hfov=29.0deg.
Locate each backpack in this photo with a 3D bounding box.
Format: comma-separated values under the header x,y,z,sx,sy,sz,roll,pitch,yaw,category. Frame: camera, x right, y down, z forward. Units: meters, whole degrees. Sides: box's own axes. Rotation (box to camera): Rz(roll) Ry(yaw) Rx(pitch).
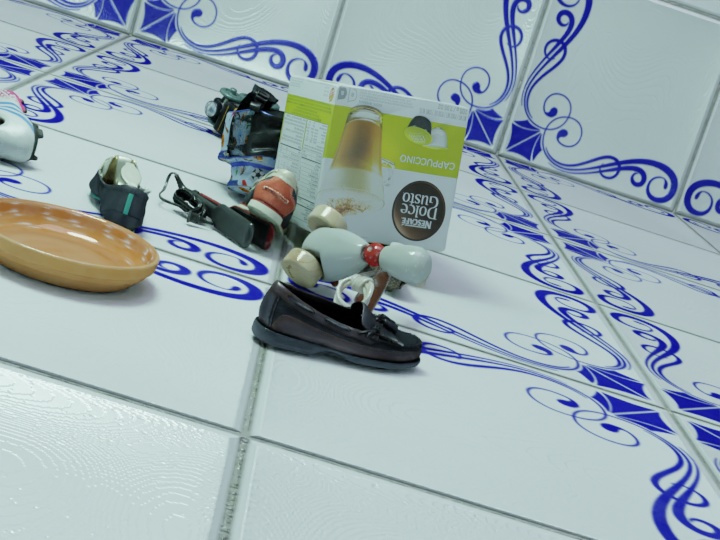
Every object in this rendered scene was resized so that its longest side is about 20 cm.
x,y,z,sx,sy,sz,roll,pitch,yaw,category
-0.119,-0.174,2.052,0.198,0.156,0.190,19,3,-26,backpack

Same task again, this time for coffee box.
x,y,z,sx,sy,sz,roll,pitch,yaw,category
0.007,-0.146,1.896,0.197,0.201,0.200,7,8,-23,coffee box

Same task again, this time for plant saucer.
x,y,z,sx,sy,sz,roll,pitch,yaw,category
-0.306,-0.024,1.428,0.197,0.038,0.200,17,14,-4,plant saucer

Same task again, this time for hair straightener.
x,y,z,sx,sy,sz,roll,pitch,yaw,category
-0.199,-0.083,1.806,0.076,0.041,0.199,3,26,-48,hair straightener

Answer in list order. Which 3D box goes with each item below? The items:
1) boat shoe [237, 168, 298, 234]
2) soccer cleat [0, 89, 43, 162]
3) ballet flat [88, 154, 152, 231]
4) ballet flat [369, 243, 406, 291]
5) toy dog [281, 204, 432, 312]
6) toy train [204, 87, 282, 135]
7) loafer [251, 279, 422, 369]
x,y,z,sx,sy,sz,roll,pitch,yaw,category
-0.117,-0.093,1.828,0.071,0.063,0.200,30,-6,-5,boat shoe
-0.484,-0.200,1.837,0.085,0.071,0.200,10,15,-33,soccer cleat
-0.291,-0.103,1.708,0.072,0.074,0.200,14,13,-19,ballet flat
0.033,-0.009,1.848,0.066,0.047,0.200,6,9,-11,ballet flat
0.000,0.000,1.644,0.200,0.132,0.097,38,-15,45,toy dog
-0.194,-0.270,2.542,0.114,0.086,0.199,41,21,31,toy train
-0.015,0.057,1.438,0.198,0.064,0.072,11,15,-29,loafer
